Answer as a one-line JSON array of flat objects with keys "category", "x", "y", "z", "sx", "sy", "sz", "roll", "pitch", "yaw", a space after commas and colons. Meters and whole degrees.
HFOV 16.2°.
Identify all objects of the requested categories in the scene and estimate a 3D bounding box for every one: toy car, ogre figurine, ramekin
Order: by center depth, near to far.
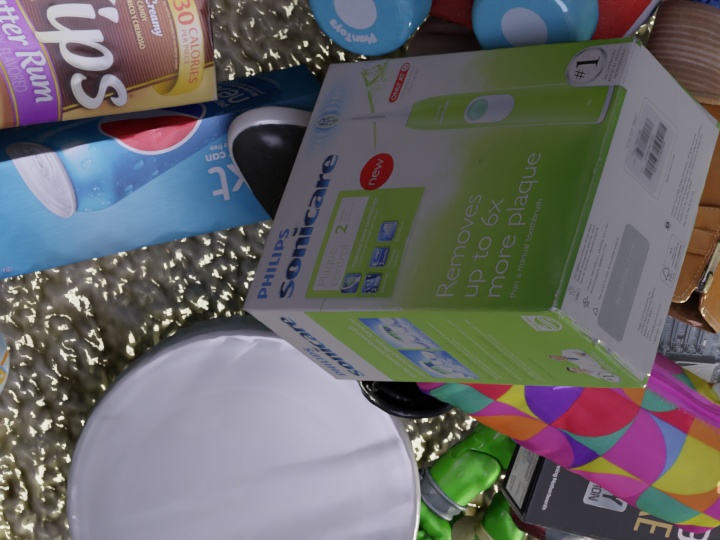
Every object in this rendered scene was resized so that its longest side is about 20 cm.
[{"category": "toy car", "x": 0.084, "y": -0.120, "z": 1.363, "sx": 0.176, "sy": 0.185, "sz": 0.201, "roll": 10, "pitch": 130, "yaw": 23}, {"category": "ramekin", "x": -0.066, "y": 0.118, "z": 1.444, "sx": 0.201, "sy": 0.094, "sz": 0.204, "roll": 0, "pitch": 105, "yaw": -1}, {"category": "ogre figurine", "x": 0.124, "y": 0.135, "z": 1.513, "sx": 0.199, "sy": 0.098, "sz": 0.120, "roll": 26, "pitch": 113, "yaw": -9}]

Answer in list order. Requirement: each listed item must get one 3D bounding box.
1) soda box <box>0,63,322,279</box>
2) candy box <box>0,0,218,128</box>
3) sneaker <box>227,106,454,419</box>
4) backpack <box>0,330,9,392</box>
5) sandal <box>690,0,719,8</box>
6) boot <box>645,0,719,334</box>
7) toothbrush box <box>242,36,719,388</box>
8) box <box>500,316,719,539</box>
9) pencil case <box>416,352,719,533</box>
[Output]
[{"category": "soda box", "x": -0.114, "y": -0.056, "z": 1.405, "sx": 0.199, "sy": 0.064, "sz": 0.068, "roll": -13, "pitch": 111, "yaw": -10}, {"category": "candy box", "x": -0.181, "y": -0.140, "z": 1.365, "sx": 0.199, "sy": 0.056, "sz": 0.117, "roll": -9, "pitch": 109, "yaw": -12}, {"category": "sneaker", "x": 0.000, "y": 0.000, "z": 1.359, "sx": 0.071, "sy": 0.099, "sz": 0.200, "roll": -30, "pitch": 120, "yaw": 27}, {"category": "backpack", "x": -0.293, "y": 0.056, "z": 1.341, "sx": 0.153, "sy": 0.176, "sz": 0.200, "roll": 15, "pitch": 119, "yaw": -49}, {"category": "sandal", "x": 0.223, "y": -0.155, "z": 1.449, "sx": 0.087, "sy": 0.080, "sz": 0.201, "roll": -24, "pitch": 111, "yaw": -1}, {"category": "boot", "x": 0.208, "y": -0.041, "z": 1.337, "sx": 0.199, "sy": 0.074, "sz": 0.156, "roll": 17, "pitch": 84, "yaw": -32}, {"category": "toothbrush box", "x": 0.059, "y": -0.026, "z": 1.243, "sx": 0.086, "sy": 0.199, "sz": 0.146, "roll": 37, "pitch": 64, "yaw": -40}, {"category": "box", "x": 0.184, "y": 0.058, "z": 1.416, "sx": 0.157, "sy": 0.050, "sz": 0.201, "roll": 14, "pitch": 104, "yaw": -18}, {"category": "pencil case", "x": 0.125, "y": 0.065, "z": 1.331, "sx": 0.199, "sy": 0.088, "sz": 0.089, "roll": 26, "pitch": 101, "yaw": -22}]
